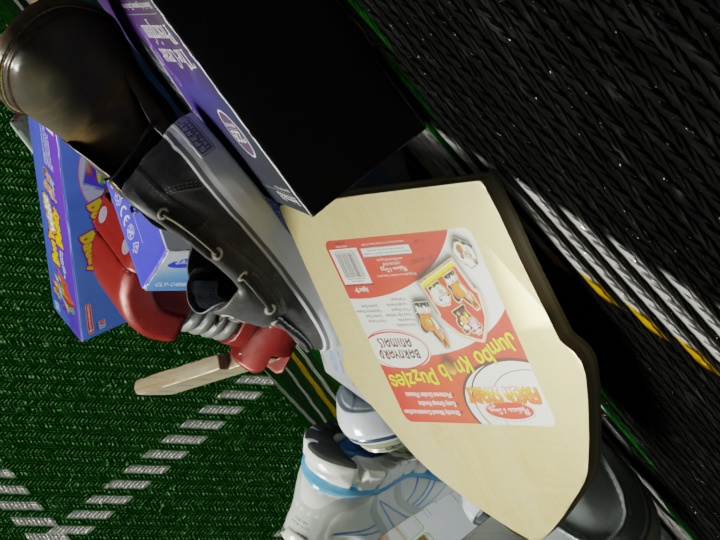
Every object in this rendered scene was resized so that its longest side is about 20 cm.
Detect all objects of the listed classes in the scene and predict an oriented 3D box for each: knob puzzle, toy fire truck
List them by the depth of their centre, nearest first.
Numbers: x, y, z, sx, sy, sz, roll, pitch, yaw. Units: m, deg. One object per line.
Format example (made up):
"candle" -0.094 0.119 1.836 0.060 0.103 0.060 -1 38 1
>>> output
"knob puzzle" 0.057 0.043 1.018 0.220 0.030 0.220 34 142 32
"toy fire truck" -0.109 0.020 1.368 0.176 0.200 0.129 13 -160 -33

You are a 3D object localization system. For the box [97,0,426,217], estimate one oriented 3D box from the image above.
"box" -0.058 -0.111 1.050 0.141 0.079 0.200 51 174 -14

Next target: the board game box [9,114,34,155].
"board game box" -0.142 -0.077 1.464 0.064 0.147 0.200 44 169 40

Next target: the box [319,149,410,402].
"box" 0.000 0.000 1.176 0.200 0.041 0.156 -158 51 -73

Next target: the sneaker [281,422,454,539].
"sneaker" 0.004 0.147 1.343 0.075 0.087 0.200 32 -167 26

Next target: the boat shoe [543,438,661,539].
"boat shoe" 0.092 0.094 1.143 0.201 0.070 0.072 50 179 42

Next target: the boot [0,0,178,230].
"boot" -0.124 -0.080 1.083 0.097 0.075 0.200 40 180 17

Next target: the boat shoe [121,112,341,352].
"boat shoe" -0.068 -0.004 1.096 0.070 0.066 0.200 46 174 35

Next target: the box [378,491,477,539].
"box" 0.078 0.224 1.465 0.200 0.176 0.097 46 171 34

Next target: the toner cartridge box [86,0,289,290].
"toner cartridge box" -0.112 -0.080 1.239 0.043 0.095 0.200 -54 48 43

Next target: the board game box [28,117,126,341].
"board game box" -0.151 -0.060 1.385 0.045 0.134 0.200 45 148 39

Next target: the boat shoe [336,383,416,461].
"boat shoe" 0.035 0.089 1.291 0.200 0.072 0.062 -32 -66 -73

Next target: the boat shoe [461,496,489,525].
"boat shoe" 0.097 0.117 1.318 0.200 0.073 0.067 80 176 -73

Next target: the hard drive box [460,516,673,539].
"hard drive box" 0.137 0.227 1.189 0.200 0.156 0.077 49 171 14
